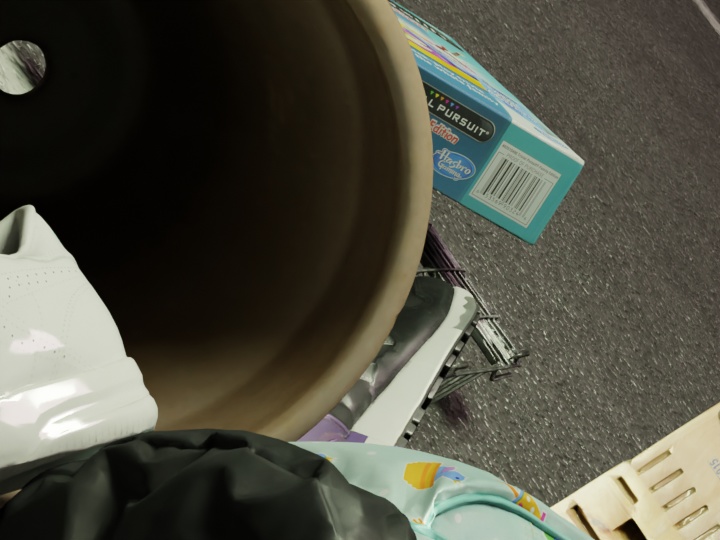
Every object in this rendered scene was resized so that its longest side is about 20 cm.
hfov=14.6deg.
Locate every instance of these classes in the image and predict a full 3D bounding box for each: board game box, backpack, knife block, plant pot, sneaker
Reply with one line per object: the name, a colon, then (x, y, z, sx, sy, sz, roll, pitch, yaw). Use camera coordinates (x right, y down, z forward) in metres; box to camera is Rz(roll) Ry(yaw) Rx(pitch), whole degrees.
board game box: (0.002, -0.098, 1.299, 0.151, 0.047, 0.200, 29, 11, -25)
backpack: (0.007, 0.118, 0.759, 0.166, 0.127, 0.200, 7, -19, 45)
knife block: (0.123, 0.134, 1.301, 0.199, 0.176, 0.064, -29, 77, -28)
plant pot: (-0.094, -0.044, 0.887, 0.200, 0.200, 0.175, 45, -1, -23)
sneaker: (-0.139, 0.023, 0.722, 0.200, 0.075, 0.089, -10, 77, -58)
sneaker: (-0.021, 0.038, 1.000, 0.087, 0.076, 0.200, 34, 29, 1)

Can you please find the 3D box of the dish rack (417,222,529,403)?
dish rack: (0.000, 0.000, 1.232, 0.154, 0.054, 0.200, 56, 15, 9)
